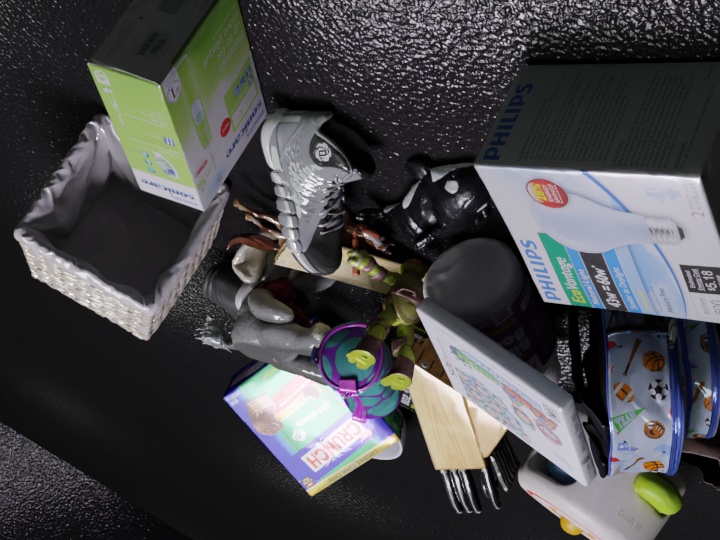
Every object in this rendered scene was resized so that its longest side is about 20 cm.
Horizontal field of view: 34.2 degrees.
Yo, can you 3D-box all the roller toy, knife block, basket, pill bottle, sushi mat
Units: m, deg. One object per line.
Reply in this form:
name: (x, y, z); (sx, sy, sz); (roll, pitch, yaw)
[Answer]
roller toy: (0.296, 0.268, 1.458); (0.182, 0.140, 0.200); (35, 173, 14)
knife block: (0.113, 0.204, 1.450); (0.200, 0.064, 0.176); (33, 124, 3)
basket: (-0.297, -0.051, 1.479); (0.198, 0.200, 0.161); (30, 159, 0)
pill bottle: (0.157, 0.065, 1.321); (0.112, 0.112, 0.200); (6, 145, 38)
sushi mat: (0.000, 0.000, 1.405); (0.199, 0.012, 0.096); (16, 158, -13)

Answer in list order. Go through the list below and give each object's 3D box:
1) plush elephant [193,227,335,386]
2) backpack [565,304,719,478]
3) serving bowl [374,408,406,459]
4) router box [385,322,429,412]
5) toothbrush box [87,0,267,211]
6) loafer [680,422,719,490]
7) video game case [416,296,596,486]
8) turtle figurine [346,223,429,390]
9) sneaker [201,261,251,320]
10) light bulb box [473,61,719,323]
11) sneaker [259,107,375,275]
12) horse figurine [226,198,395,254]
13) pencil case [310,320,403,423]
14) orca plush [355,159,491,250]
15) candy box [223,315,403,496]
plush elephant: (-0.098, 0.041, 1.505); (0.199, 0.155, 0.165); (11, 158, 17)
backpack: (0.289, 0.112, 1.189); (0.153, 0.191, 0.200); (0, 145, 17)
serving bowl: (-0.013, 0.208, 1.783); (0.200, 0.066, 0.200); (24, 153, 13)
router box: (0.098, 0.129, 1.541); (0.149, 0.062, 0.200); (26, 153, 9)
toothbrush box: (-0.178, -0.182, 1.185); (0.086, 0.146, 0.200); (20, 151, 17)
loafer: (0.437, 0.235, 1.385); (0.199, 0.071, 0.073); (27, 153, 4)
video game case: (0.154, 0.128, 1.226); (0.200, 0.024, 0.182); (35, 163, 35)
turtle figurine: (0.052, 0.049, 1.314); (0.064, 0.162, 0.200); (-12, 138, 40)
sneaker: (-0.158, 0.051, 1.665); (0.099, 0.071, 0.200); (31, 164, 31)
light bulb box: (0.234, -0.067, 1.004); (0.199, 0.125, 0.198); (6, 145, 36)
sneaker: (-0.030, -0.081, 1.258); (0.115, 0.075, 0.201); (-1, 122, 32)
horse figurine: (-0.070, -0.052, 1.399); (0.200, 0.050, 0.132); (-14, 144, 43)
pencil case: (0.001, 0.125, 1.415); (0.085, 0.093, 0.200); (15, 167, 13)
orca plush: (0.062, -0.058, 1.245); (0.200, 0.071, 0.105); (-3, 139, 47)
candy box: (-0.065, 0.193, 1.648); (0.169, 0.077, 0.200); (-36, 104, 19)
